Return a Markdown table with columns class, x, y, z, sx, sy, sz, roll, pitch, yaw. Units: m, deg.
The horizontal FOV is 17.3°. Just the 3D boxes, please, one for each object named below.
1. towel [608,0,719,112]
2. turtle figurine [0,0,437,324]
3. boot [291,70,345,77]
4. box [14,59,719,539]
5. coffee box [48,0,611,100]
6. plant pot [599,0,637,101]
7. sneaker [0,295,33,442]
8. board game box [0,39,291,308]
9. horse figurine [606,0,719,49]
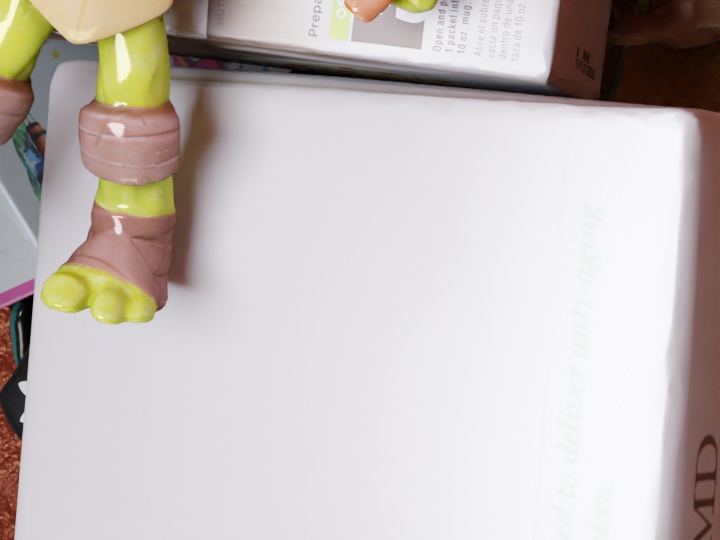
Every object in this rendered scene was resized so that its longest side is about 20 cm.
| class | x | y | z | sx | sy | sz | roll | pitch | yaw |
| --- | --- | --- | --- | --- | --- | --- | --- | --- | --- |
| towel | 0.146 | -0.026 | 0.777 | 0.145 | 0.201 | 0.022 | 9 | 154 | 16 |
| turtle figurine | -0.073 | -0.077 | 0.565 | 0.199 | 0.162 | 0.064 | 14 | -161 | -16 |
| boot | 0.000 | 0.000 | 0.912 | 0.076 | 0.202 | 0.168 | -6 | 180 | -33 |
| box | 0.028 | 0.051 | 0.662 | 0.199 | 0.201 | 0.171 | 6 | -179 | 31 |
| coffee box | -0.032 | -0.098 | 0.653 | 0.198 | 0.080 | 0.114 | 8 | -178 | 11 |
| plant pot | 0.086 | -0.045 | 0.997 | 0.199 | 0.202 | 0.198 | 7 | 175 | -30 |
| sneaker | -0.085 | 0.008 | 0.827 | 0.080 | 0.072 | 0.200 | -29 | -170 | 6 |
| board game box | -0.108 | -0.051 | 0.811 | 0.147 | 0.065 | 0.200 | -21 | -161 | 41 |
| horse figurine | 0.139 | -0.089 | 0.727 | 0.199 | 0.050 | 0.132 | 2 | -169 | 32 |
